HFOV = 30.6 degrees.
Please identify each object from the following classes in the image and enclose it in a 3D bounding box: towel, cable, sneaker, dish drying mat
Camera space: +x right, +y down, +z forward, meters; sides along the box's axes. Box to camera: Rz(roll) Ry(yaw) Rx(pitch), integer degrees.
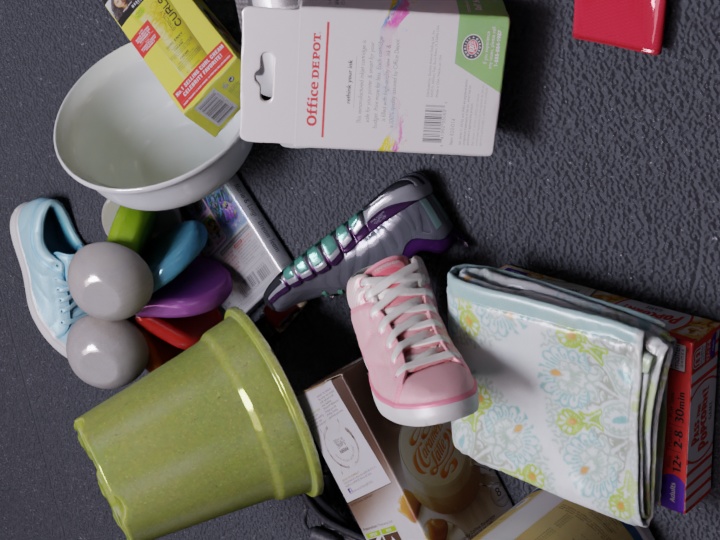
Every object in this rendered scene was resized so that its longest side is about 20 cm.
[{"bbox_3d":[0.151,0.096,1.037,0.200,0.048,0.171,19,121,38],"label":"towel"},{"bbox_3d":[0.000,0.217,1.311,0.163,0.051,0.200,31,128,30],"label":"cable"},{"bbox_3d":[-0.347,0.010,1.534,0.082,0.074,0.200,-16,99,50],"label":"sneaker"},{"bbox_3d":[0.000,0.000,1.167,0.200,0.074,0.088,-37,92,31],"label":"sneaker"},{"bbox_3d":[0.034,0.049,1.058,0.200,0.075,0.105,-130,27,-70],"label":"sneaker"},{"bbox_3d":[0.187,-0.255,0.920,0.077,0.018,0.200,21,124,38],"label":"dish drying mat"}]

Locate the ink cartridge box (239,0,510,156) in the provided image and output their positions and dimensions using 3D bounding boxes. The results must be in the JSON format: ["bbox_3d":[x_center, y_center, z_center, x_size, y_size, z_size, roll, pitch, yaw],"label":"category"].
[{"bbox_3d":[0.008,-0.157,1.023,0.200,0.067,0.117,3,119,-3],"label":"ink cartridge box"}]

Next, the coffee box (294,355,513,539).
[{"bbox_3d":[0.042,0.171,1.201,0.080,0.114,0.200,-29,89,48],"label":"coffee box"}]

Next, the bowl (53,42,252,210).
[{"bbox_3d":[-0.179,-0.126,1.244,0.201,0.201,0.090,30,158,31],"label":"bowl"}]

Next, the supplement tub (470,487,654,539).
[{"bbox_3d":[0.143,0.275,1.088,0.145,0.200,0.145,22,124,37],"label":"supplement tub"}]

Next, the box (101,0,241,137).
[{"bbox_3d":[-0.164,-0.211,1.201,0.075,0.050,0.200,-44,53,10],"label":"box"}]

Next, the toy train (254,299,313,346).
[{"bbox_3d":[-0.074,0.034,1.296,0.034,0.046,0.200,54,137,10],"label":"toy train"}]

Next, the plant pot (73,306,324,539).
[{"bbox_3d":[-0.161,0.161,1.243,0.200,0.184,0.201,57,162,30],"label":"plant pot"}]

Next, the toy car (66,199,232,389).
[{"bbox_3d":[-0.204,0.021,1.324,0.150,0.175,0.200,11,123,3],"label":"toy car"}]

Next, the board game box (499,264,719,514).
[{"bbox_3d":[0.188,0.092,1.067,0.200,0.046,0.152,16,120,39],"label":"board game box"}]

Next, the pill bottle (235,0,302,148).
[{"bbox_3d":[-0.046,-0.209,1.103,0.111,0.111,0.200,7,114,42],"label":"pill bottle"}]

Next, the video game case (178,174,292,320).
[{"bbox_3d":[-0.166,-0.030,1.375,0.182,0.024,0.200,57,138,7],"label":"video game case"}]
